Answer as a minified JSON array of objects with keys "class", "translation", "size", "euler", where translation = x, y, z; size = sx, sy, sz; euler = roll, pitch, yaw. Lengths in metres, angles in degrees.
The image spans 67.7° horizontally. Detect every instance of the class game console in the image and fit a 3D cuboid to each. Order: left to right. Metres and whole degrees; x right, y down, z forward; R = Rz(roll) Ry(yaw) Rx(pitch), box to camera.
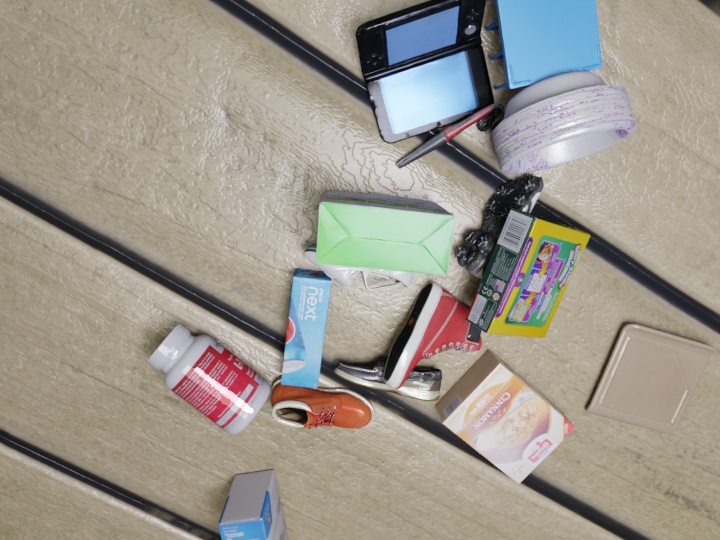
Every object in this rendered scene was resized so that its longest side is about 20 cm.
[{"class":"game console","translation":[0.109,-0.313,0.837],"size":[0.199,0.176,0.117],"euler":[-18,75,2]}]

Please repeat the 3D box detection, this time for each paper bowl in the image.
[{"class":"paper bowl","translation":[0.302,-0.228,0.819],"size":[0.200,0.201,0.105],"euler":[-12,86,1]}]

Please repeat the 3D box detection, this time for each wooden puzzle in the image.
[{"class":"wooden puzzle","translation":[0.548,0.207,1.023],"size":[0.184,0.037,0.201],"euler":[16,107,-6]}]

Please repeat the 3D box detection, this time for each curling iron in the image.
[{"class":"curling iron","translation":[0.152,-0.220,0.900],"size":[0.200,0.026,0.050],"euler":[-26,119,6]}]

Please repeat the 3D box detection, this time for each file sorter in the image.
[{"class":"file sorter","translation":[0.262,-0.390,0.817],"size":[0.138,0.123,0.201],"euler":[-13,104,0]}]

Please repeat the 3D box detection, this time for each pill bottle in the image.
[{"class":"pill bottle","translation":[-0.266,0.187,0.941],"size":[0.200,0.112,0.112],"euler":[41,99,-11]}]

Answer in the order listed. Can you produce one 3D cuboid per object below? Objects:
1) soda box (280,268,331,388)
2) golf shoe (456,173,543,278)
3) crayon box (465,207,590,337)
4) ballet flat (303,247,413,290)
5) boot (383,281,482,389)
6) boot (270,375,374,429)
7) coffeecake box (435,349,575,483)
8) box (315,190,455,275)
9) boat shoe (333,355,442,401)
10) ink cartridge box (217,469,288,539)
[{"class":"soda box","translation":[-0.096,0.102,0.953],"size":[0.068,0.064,0.201],"euler":[7,103,-4]},{"class":"golf shoe","translation":[0.254,-0.072,0.930],"size":[0.094,0.078,0.200],"euler":[33,100,-32]},{"class":"crayon box","translation":[0.284,0.011,0.907],"size":[0.172,0.058,0.201],"euler":[8,107,-41]},{"class":"ballet flat","translation":[0.000,0.000,0.919],"size":[0.199,0.069,0.070],"euler":[5,104,-13]},{"class":"boot","translation":[0.137,0.140,0.943],"size":[0.144,0.072,0.200],"euler":[34,75,-12]},{"class":"boot","translation":[-0.068,0.258,0.971],"size":[0.199,0.107,0.075],"euler":[15,101,-7]},{"class":"coffeecake box","translation":[0.268,0.273,1.005],"size":[0.200,0.073,0.154],"euler":[40,98,-11]},{"class":"box","translation":[0.033,-0.068,0.858],"size":[0.199,0.177,0.097],"euler":[5,103,-4]},{"class":"boat shoe","translation":[0.052,0.187,0.982],"size":[0.199,0.073,0.065],"euler":[14,88,-7]},{"class":"ink cartridge box","translation":[-0.192,0.506,1.005],"size":[0.084,0.145,0.201],"euler":[-9,103,1]}]
